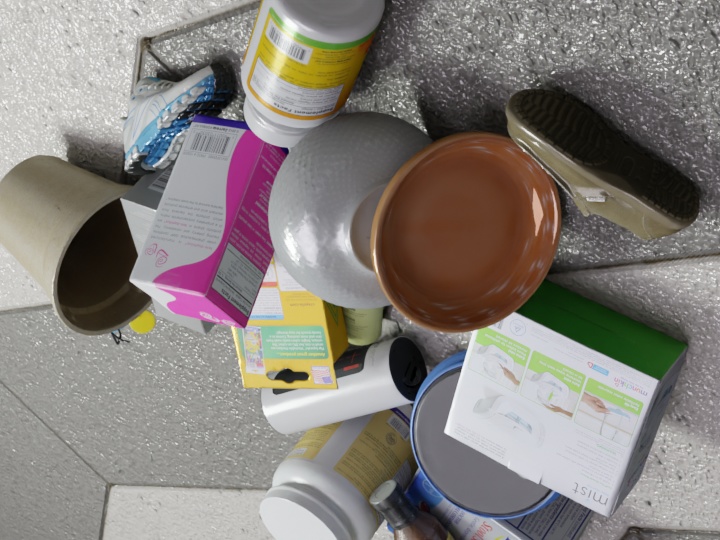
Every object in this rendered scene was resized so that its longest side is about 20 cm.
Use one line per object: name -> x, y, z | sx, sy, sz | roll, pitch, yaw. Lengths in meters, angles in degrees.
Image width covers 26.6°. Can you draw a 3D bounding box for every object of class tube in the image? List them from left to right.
tube -> 0.000, 0.000, 1.716 | 0.058, 0.052, 0.200 | -3, 135, -5

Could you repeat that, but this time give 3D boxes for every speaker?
speaker -> -0.019, 0.138, 1.814 | 0.200, 0.081, 0.081 | -17, 117, 34

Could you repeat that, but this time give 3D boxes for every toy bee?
toy bee -> -0.306, 0.036, 2.021 | 0.200, 0.109, 0.131 | 42, 164, 45

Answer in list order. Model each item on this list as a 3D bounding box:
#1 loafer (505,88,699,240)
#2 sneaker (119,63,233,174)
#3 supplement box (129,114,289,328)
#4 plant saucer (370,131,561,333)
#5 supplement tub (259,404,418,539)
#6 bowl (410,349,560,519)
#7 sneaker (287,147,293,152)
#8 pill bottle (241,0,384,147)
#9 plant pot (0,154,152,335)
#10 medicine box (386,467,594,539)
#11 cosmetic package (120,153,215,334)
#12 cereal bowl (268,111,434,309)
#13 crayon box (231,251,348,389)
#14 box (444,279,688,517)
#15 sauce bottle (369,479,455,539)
loafer -> 0.211, -0.089, 1.387 | 0.200, 0.076, 0.067 | 37, 140, 6
sneaker -> -0.218, -0.188, 1.698 | 0.200, 0.075, 0.087 | -35, 70, 43
supplement box -> -0.152, -0.052, 1.641 | 0.101, 0.201, 0.103 | 12, 161, 28
plant saucer -> 0.099, -0.039, 1.468 | 0.200, 0.200, 0.037 | 61, 171, -27
supplement tub -> -0.018, 0.252, 1.878 | 0.145, 0.200, 0.146 | 26, 143, 21
bowl -> 0.148, 0.185, 1.702 | 0.200, 0.039, 0.201 | 7, 107, 22
sneaker -> 0.006, -0.085, 1.610 | 0.200, 0.075, 0.087 | 41, 163, 4
pill bottle -> -0.054, -0.209, 1.474 | 0.111, 0.111, 0.200 | 36, 146, 6
plant pot -> -0.357, -0.050, 1.897 | 0.183, 0.200, 0.201 | 32, 147, 32
medicine box -> 0.156, 0.301, 1.853 | 0.200, 0.103, 0.182 | 35, 146, 9
cosmetic package -> -0.205, -0.033, 1.822 | 0.090, 0.107, 0.200 | 18, 142, 30
cereal bowl -> 0.015, -0.052, 1.497 | 0.200, 0.200, 0.083 | 61, 166, -27
crayon box -> -0.089, 0.035, 1.737 | 0.125, 0.052, 0.201 | -1, 111, 23
box -> 0.207, 0.125, 1.562 | 0.200, 0.097, 0.177 | 25, 121, 21
sauce bottle -> 0.083, 0.335, 1.813 | 0.200, 0.065, 0.065 | 51, 144, -16
